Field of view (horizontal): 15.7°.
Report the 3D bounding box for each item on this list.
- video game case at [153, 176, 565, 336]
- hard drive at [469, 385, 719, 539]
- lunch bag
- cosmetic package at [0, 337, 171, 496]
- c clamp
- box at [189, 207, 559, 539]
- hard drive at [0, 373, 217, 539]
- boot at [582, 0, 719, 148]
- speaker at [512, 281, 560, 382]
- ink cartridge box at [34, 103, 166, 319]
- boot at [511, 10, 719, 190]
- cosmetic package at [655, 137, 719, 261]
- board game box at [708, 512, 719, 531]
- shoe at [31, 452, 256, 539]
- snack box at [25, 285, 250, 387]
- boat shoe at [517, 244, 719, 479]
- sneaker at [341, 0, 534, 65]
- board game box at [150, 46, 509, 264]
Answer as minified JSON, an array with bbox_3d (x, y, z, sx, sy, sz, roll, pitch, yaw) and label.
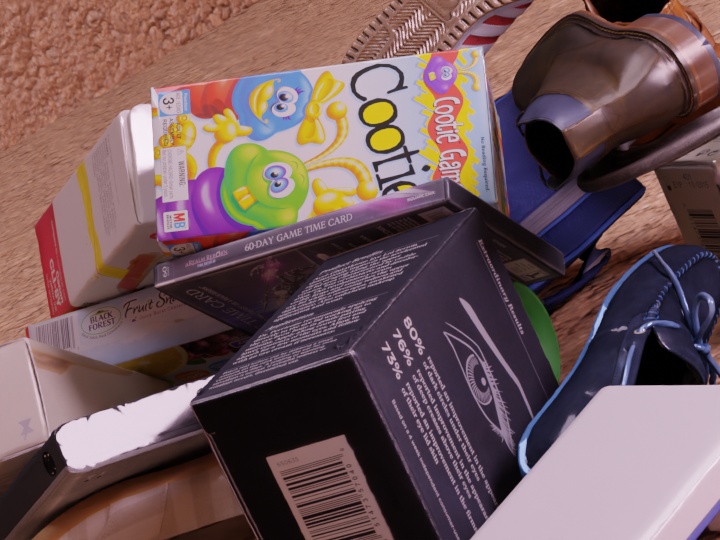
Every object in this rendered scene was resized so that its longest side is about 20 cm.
[{"bbox_3d":[0.000,0.000,1.536,0.200,0.019,0.143,-15,-25,28],"label":"video game case"},{"bbox_3d":[0.099,0.130,1.219,0.200,0.025,0.132,-46,21,-26],"label":"hard drive"},{"bbox_3d":[0.093,-0.031,1.715,0.136,0.132,0.200,-39,-1,44],"label":"lunch bag"},{"bbox_3d":[-0.199,0.104,1.660,0.105,0.071,0.200,-20,-17,16],"label":"cosmetic package"},{"bbox_3d":[0.197,-0.098,1.487,0.171,0.027,0.200,-24,11,16],"label":"c clamp"},{"bbox_3d":[0.019,0.078,1.393,0.104,0.148,0.200,-19,14,28],"label":"box"},{"bbox_3d":[-0.147,0.122,1.561,0.139,0.033,0.200,-18,-15,-30],"label":"hard drive"},{"bbox_3d":[0.172,-0.137,1.665,0.077,0.155,0.200,-52,37,-5],"label":"boot"},{"bbox_3d":[0.017,0.068,1.570,0.200,0.089,0.088,-18,15,31],"label":"speaker"},{"bbox_3d":[-0.117,-0.033,1.733,0.145,0.084,0.200,-2,-20,-24],"label":"ink cartridge box"},{"bbox_3d":[0.111,-0.093,1.452,0.097,0.075,0.200,-33,10,-20],"label":"boot"},{"bbox_3d":[0.281,-0.065,1.519,0.200,0.105,0.071,-32,15,-20],"label":"cosmetic package"},{"bbox_3d":[0.250,0.055,1.290,0.126,0.035,0.200,-18,15,30],"label":"board game box"},{"bbox_3d":[-0.109,0.151,1.515,0.200,0.053,0.070,-25,-30,-2],"label":"shoe"},{"bbox_3d":[-0.104,0.050,1.765,0.200,0.053,0.142,-17,-21,25],"label":"snack box"},{"bbox_3d":[0.158,0.062,1.387,0.069,0.084,0.200,-5,40,39],"label":"boat shoe"},{"bbox_3d":[0.073,-0.162,1.659,0.200,0.071,0.112,-41,-15,-2],"label":"sneaker"},{"bbox_3d":[-0.016,-0.055,1.560,0.200,0.103,0.105,-7,-22,6],"label":"board game box"}]
